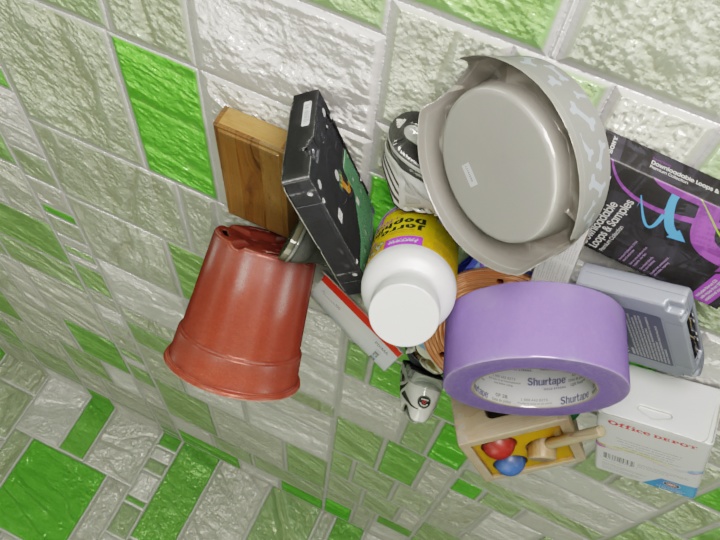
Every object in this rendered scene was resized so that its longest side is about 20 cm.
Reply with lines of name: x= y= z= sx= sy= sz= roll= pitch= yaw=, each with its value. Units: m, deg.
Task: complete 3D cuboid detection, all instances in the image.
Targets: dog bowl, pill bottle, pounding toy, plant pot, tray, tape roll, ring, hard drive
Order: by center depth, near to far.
dog bowl: x=0.136 y=-0.099 z=0.699 sx=0.200 sy=0.058 sz=0.201 roll=37 pitch=139 yaw=42
tape roll: x=0.191 y=0.092 z=0.855 sx=0.199 sy=0.085 sz=0.200 roll=4 pitch=153 yaw=2
pill bottle: x=0.057 y=0.003 z=0.869 sx=0.104 sy=0.200 sz=0.105 roll=3 pitch=116 yaw=7
hard drive: x=-0.032 y=-0.084 z=0.883 sx=0.038 sy=0.140 sz=0.200 roll=-11 pitch=141 yaw=17
ring: x=0.174 y=0.078 z=0.972 sx=0.199 sy=0.019 sz=0.201 roll=10 pitch=126 yaw=14
tray: x=-0.134 y=-0.123 z=1.026 sx=0.098 sy=0.037 sz=0.200 roll=23 pitch=152 yaw=9
plant pot: x=-0.156 y=0.049 z=1.091 sx=0.200 sy=0.196 sz=0.201 roll=16 pitch=-167 yaw=-4
pounding toy: x=0.246 y=0.224 z=1.108 sx=0.199 sy=0.143 sz=0.184 roll=-17 pitch=141 yaw=16

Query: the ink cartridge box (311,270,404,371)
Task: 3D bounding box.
ink cartridge box: x=-0.007 y=0.076 z=1.120 sx=0.160 sy=0.047 sz=0.200 roll=46 pitch=179 yaw=5

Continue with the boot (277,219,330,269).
boot: x=0.001 y=-0.002 z=1.016 sx=0.200 sy=0.073 sz=0.182 roll=35 pitch=-164 yaw=1

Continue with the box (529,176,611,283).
box: x=0.208 y=-0.030 z=0.792 sx=0.041 sy=0.039 sz=0.200 roll=24 pitch=154 yaw=16

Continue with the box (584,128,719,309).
box: x=0.297 y=-0.045 z=0.761 sx=0.199 sy=0.036 sz=0.143 roll=27 pitch=153 yaw=6

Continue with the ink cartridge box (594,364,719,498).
ink cartridge box: x=0.405 y=0.221 z=1.070 sx=0.144 sy=0.085 sz=0.200 roll=14 pitch=151 yaw=24

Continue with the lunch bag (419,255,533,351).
lunch bag: x=0.175 y=0.055 z=1.008 sx=0.150 sy=0.094 sz=0.200 roll=33 pitch=144 yaw=-4

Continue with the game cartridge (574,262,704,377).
game cartridge: x=0.314 y=0.057 z=0.885 sx=0.133 sy=0.041 sz=0.200 roll=12 pitch=158 yaw=33

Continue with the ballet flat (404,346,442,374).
ballet flat: x=0.101 y=0.117 z=1.156 sx=0.073 sy=0.073 sz=0.200 roll=10 pitch=155 yaw=31

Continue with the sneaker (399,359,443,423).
sneaker: x=0.091 y=0.197 z=1.254 sx=0.074 sy=0.089 sz=0.200 roll=16 pitch=-179 yaw=5

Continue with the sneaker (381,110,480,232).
sneaker: x=0.105 y=-0.080 z=0.845 sx=0.200 sy=0.076 sz=0.115 roll=42 pitch=163 yaw=3
